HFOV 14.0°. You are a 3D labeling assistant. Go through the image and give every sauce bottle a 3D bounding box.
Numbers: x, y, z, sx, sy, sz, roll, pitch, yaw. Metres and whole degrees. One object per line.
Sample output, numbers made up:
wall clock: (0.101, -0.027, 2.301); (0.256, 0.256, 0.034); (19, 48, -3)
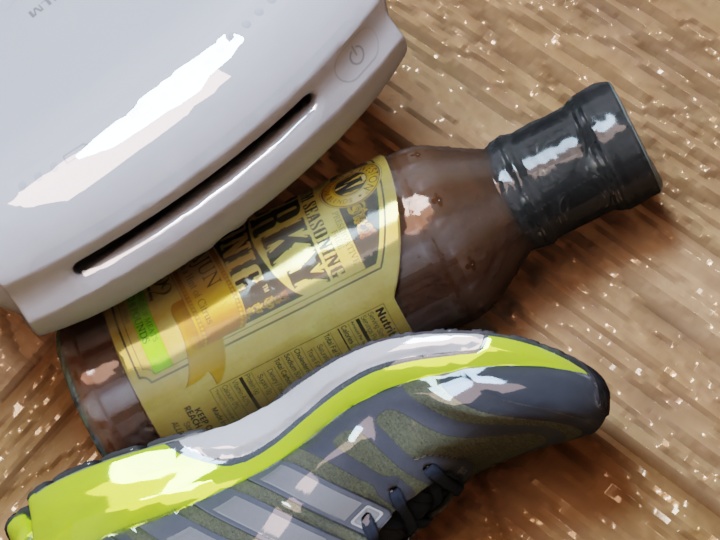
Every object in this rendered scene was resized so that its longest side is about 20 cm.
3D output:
sauce bottle: (0.000, 0.000, 0.947); (0.199, 0.065, 0.065); (-27, 58, 3)

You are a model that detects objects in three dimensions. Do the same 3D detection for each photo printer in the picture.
photo printer: (-0.086, -0.071, 0.974); (0.166, 0.070, 0.200); (-37, 38, -6)

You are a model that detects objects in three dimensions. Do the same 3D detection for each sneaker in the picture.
sneaker: (-0.011, 0.082, 0.912); (0.199, 0.074, 0.081); (-24, 65, 15)
